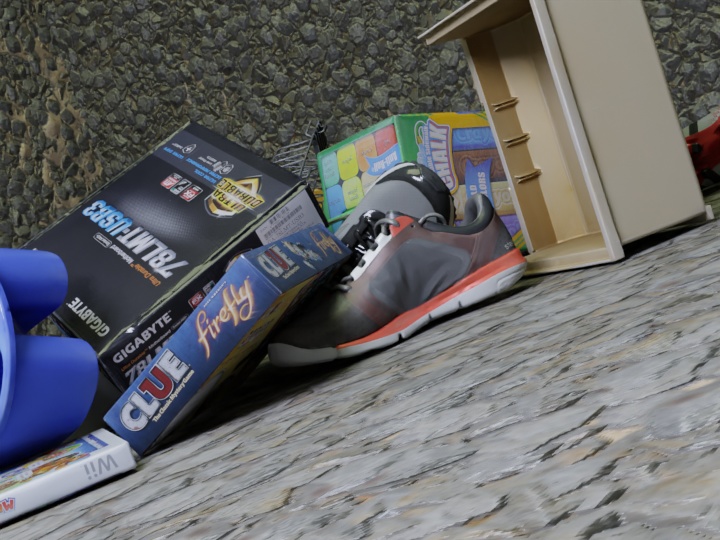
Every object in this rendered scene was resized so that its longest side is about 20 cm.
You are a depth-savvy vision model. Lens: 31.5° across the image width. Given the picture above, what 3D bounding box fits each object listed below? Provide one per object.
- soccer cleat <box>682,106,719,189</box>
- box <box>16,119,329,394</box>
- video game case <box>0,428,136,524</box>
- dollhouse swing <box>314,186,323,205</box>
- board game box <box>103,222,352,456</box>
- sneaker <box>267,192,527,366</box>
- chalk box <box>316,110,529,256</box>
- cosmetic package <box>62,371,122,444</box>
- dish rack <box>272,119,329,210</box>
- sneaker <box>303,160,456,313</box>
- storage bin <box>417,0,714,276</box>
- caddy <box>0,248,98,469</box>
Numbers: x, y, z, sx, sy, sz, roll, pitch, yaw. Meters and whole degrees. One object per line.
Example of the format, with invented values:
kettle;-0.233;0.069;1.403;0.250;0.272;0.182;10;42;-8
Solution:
soccer cleat;0.302;-0.105;1.138;0.199;0.069;0.085;-28;11;-36
box;-0.153;-0.020;0.980;0.198;0.050;0.200;-38;37;-16
video game case;-0.234;0.141;0.742;0.198;0.018;0.143;-22;2;-17
dollhouse swing;-0.098;-0.031;1.716;0.198;0.183;0.176;-21;23;-2
board game box;-0.079;0.038;0.838;0.136;0.035;0.200;-49;-4;13
sneaker;0.017;0.004;0.881;0.198;0.083;0.077;-24;4;-22
chalk box;0.046;-0.058;1.067;0.198;0.125;0.124;-6;-6;-37
cosmetic package;-0.282;0.116;1.025;0.199;0.074;0.103;-19;2;43
dish rack;-0.048;-0.042;1.144;0.054;0.155;0.201;-7;25;11
sneaker;0.000;0.000;0.954;0.200;0.074;0.079;-49;-1;34
storage bin;0.141;-0.108;0.941;0.093;0.202;0.198;-19;2;-21
caddy;-0.264;0.066;0.832;0.104;0.142;0.200;-2;-29;-49
